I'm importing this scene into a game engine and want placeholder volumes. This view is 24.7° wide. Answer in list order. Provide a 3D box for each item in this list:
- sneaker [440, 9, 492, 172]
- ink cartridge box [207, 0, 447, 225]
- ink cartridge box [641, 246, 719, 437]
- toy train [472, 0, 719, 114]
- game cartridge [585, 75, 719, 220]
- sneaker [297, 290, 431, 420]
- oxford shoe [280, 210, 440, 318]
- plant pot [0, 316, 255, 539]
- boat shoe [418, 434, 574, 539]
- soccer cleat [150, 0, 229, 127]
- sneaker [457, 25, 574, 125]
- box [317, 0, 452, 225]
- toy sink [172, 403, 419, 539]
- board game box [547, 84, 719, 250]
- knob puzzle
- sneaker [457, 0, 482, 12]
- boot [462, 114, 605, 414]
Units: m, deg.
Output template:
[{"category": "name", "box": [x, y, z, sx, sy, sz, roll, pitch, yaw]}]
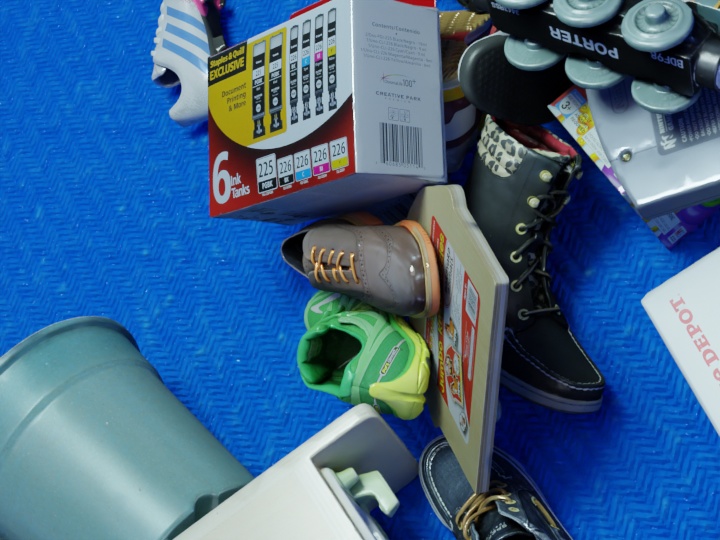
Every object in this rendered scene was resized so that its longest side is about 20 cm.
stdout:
[{"category": "sneaker", "box": [0.068, -0.146, 1.303, 0.075, 0.090, 0.200, -1, 25, 13]}, {"category": "ink cartridge box", "box": [-0.031, -0.136, 1.227, 0.200, 0.084, 0.176, -14, 76, 53]}, {"category": "ink cartridge box", "box": [0.312, 0.044, 1.045, 0.200, 0.145, 0.145, -33, 55, 13]}, {"category": "toy train", "box": [0.174, -0.180, 1.096, 0.200, 0.085, 0.114, 24, 63, 34]}, {"category": "game cartridge", "box": [0.221, -0.137, 1.124, 0.133, 0.042, 0.200, -20, 60, 26]}, {"category": "sneaker", "box": [-0.010, 0.050, 1.236, 0.200, 0.083, 0.074, -139, 60, -67]}, {"category": "oxford shoe", "box": [0.000, 0.000, 1.195, 0.200, 0.073, 0.071, -164, 67, -68]}, {"category": "plant pot", "box": [-0.185, 0.169, 1.260, 0.196, 0.200, 0.200, 35, 87, 30]}, {"category": "boat shoe", "box": [0.096, 0.174, 1.144, 0.071, 0.091, 0.200, -47, 53, 3]}, {"category": "soccer cleat", "box": [-0.163, -0.219, 1.497, 0.086, 0.070, 0.200, -28, 56, 16]}, {"category": "sneaker", "box": [0.121, -0.159, 1.238, 0.108, 0.201, 0.067, 31, 119, 42]}, {"category": "box", "box": [-0.006, -0.124, 1.354, 0.095, 0.078, 0.200, -32, 55, 15]}, {"category": "toy sink", "box": [-0.029, 0.212, 1.166, 0.200, 0.130, 0.112, -36, 58, -1]}, {"category": "board game box", "box": [0.256, -0.130, 1.186, 0.200, 0.105, 0.103, -41, 54, 9]}, {"category": "knob puzzle", "box": [0.069, 0.027, 1.157, 0.030, 0.220, 0.220, -7, 57, -13]}, {"category": "sneaker", "box": [0.082, -0.271, 1.354, 0.079, 0.075, 0.200, -37, 31, -8]}, {"category": "boot", "box": [0.124, -0.008, 1.189, 0.204, 0.073, 0.154, 47, 125, 41]}]
